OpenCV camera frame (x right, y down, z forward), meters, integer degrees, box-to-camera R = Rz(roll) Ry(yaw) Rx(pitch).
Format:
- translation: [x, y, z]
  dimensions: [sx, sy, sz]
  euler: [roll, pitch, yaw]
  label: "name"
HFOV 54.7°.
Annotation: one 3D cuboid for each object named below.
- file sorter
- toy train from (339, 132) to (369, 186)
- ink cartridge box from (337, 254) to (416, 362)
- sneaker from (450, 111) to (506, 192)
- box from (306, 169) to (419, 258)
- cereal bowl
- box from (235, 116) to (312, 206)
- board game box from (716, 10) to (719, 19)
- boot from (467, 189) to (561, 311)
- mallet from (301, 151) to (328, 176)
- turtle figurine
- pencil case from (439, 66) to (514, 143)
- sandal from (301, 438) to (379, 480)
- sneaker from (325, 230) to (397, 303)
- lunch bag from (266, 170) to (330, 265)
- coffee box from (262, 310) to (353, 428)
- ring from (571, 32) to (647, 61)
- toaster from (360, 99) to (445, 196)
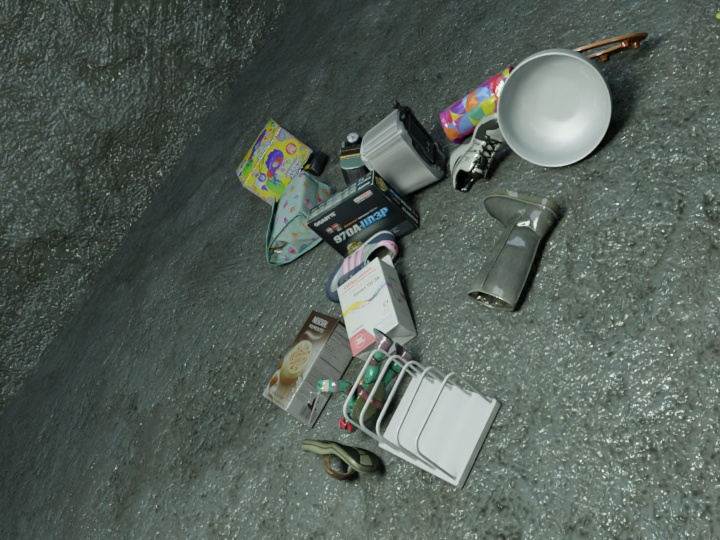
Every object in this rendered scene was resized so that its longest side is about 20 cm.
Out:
- translation: [0.088, 0.220, 1.088]
  dimensions: [0.198, 0.124, 0.141]
  euler: [9, 65, 55]
  label: "file sorter"
- translation: [0.000, -0.213, 1.593]
  dimensions: [0.083, 0.202, 0.116]
  euler: [-5, 51, 10]
  label: "toy train"
- translation: [0.024, 0.063, 1.346]
  dimensions: [0.116, 0.067, 0.203]
  euler: [-37, 47, 23]
  label: "ink cartridge box"
- translation: [0.243, -0.227, 1.369]
  dimensions: [0.200, 0.074, 0.090]
  euler: [128, 152, -56]
  label: "sneaker"
- translation: [0.005, -0.110, 1.499]
  dimensions: [0.197, 0.158, 0.047]
  euler: [-27, 39, 33]
  label: "box"
- translation: [0.345, -0.292, 1.226]
  dimensions: [0.197, 0.203, 0.083]
  euler: [-23, 15, 37]
  label: "cereal bowl"
- translation: [-0.259, -0.323, 2.065]
  dimensions: [0.202, 0.121, 0.193]
  euler: [-55, 25, 7]
  label: "box"
- translation: [0.676, -0.459, 1.104]
  dimensions: [0.199, 0.030, 0.096]
  euler: [-40, 32, 13]
  label: "board game box"
- translation: [0.243, -0.036, 1.212]
  dimensions: [0.180, 0.072, 0.204]
  euler: [15, 77, 59]
  label: "boot"
- translation: [-0.158, -0.310, 2.039]
  dimensions: [0.067, 0.041, 0.198]
  euler: [-59, 28, -11]
  label: "mallet"
- translation: [0.005, 0.208, 1.209]
  dimensions: [0.100, 0.149, 0.202]
  euler: [36, 89, 33]
  label: "turtle figurine"
- translation: [0.265, -0.351, 1.483]
  dimensions: [0.197, 0.088, 0.090]
  euler: [-26, 39, 33]
  label: "pencil case"
- translation: [-0.036, 0.329, 1.198]
  dimensions: [0.199, 0.078, 0.059]
  euler: [-8, 67, 57]
  label: "sandal"
- translation: [0.000, 0.000, 1.469]
  dimensions: [0.200, 0.070, 0.082]
  euler: [-46, 20, 11]
  label: "sneaker"
- translation: [-0.173, -0.125, 1.789]
  dimensions: [0.199, 0.121, 0.173]
  euler: [-37, 35, 36]
  label: "lunch bag"
- translation: [-0.097, 0.194, 1.397]
  dimensions: [0.113, 0.079, 0.203]
  euler: [12, 68, 56]
  label: "coffee box"
- translation: [0.421, -0.392, 1.268]
  dimensions: [0.195, 0.020, 0.200]
  euler: [-13, 6, 1]
  label: "ring"
- translation: [0.086, -0.256, 1.501]
  dimensions: [0.128, 0.200, 0.115]
  euler: [-28, 35, 31]
  label: "toaster"
